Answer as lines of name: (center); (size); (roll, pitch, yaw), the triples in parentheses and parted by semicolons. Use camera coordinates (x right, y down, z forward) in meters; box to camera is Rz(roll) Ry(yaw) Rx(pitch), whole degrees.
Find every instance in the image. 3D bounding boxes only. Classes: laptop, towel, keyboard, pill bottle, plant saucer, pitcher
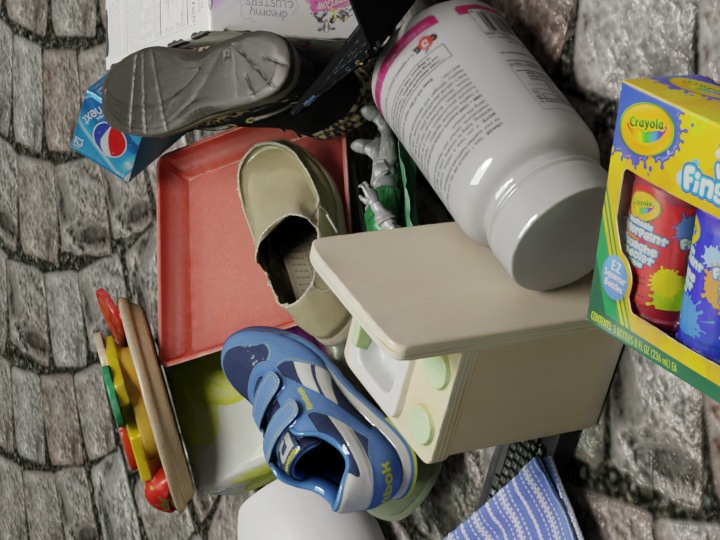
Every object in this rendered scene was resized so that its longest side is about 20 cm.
laptop: (0.005, -0.235, 1.406); (0.103, 0.178, 0.200); (43, 149, -10)
towel: (0.113, 0.241, 1.449); (0.200, 0.024, 0.146); (-51, 53, 51)
keyboard: (0.000, 0.000, 1.579); (0.057, 0.011, 0.201); (113, 156, -43)
keyboard: (0.127, 0.185, 1.455); (0.127, 0.020, 0.201); (48, 136, 44)
pill bottle: (0.098, -0.088, 1.360); (0.201, 0.113, 0.114); (58, 141, 36)
plant saucer: (-0.083, -0.030, 1.625); (0.198, 0.037, 0.202); (-18, 62, 28)
pitcher: (-0.028, 0.281, 1.655); (0.201, 0.121, 0.172); (60, 157, 15)

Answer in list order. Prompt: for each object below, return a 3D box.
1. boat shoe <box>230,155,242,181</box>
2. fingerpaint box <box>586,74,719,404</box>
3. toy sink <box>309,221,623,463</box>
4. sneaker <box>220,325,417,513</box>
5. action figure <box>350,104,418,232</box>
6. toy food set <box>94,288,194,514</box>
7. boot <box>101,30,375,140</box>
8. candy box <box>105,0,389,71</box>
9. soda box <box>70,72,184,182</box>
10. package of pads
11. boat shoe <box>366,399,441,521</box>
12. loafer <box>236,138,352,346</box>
boat shoe: (-0.098, -0.027, 1.744); (0.065, 0.072, 0.202); (22, 120, 54)
fingerpaint box: (0.233, -0.012, 1.186); (0.200, 0.073, 0.168); (36, 125, 51)
toy sink: (0.065, 0.049, 1.358); (0.130, 0.199, 0.113); (48, 135, 42)
sneaker: (-0.047, 0.116, 1.517); (0.200, 0.082, 0.074); (38, 131, 27)
action figure: (0.020, -0.036, 1.501); (0.119, 0.054, 0.201); (104, 166, -49)
toy food set: (-0.189, 0.115, 1.675); (0.200, 0.048, 0.199); (-115, 11, -61)
boot: (-0.094, -0.141, 1.555); (0.199, 0.150, 0.074); (-11, 79, 35)
candy box: (-0.096, -0.208, 1.603); (0.199, 0.166, 0.072); (-9, 82, 58)
soda box: (-0.173, -0.161, 1.718); (0.064, 0.200, 0.068); (30, 129, 9)
package of pads: (-0.072, 0.095, 1.661); (0.199, 0.068, 0.156); (-26, 72, 32)
boat shoe: (0.043, 0.108, 1.543); (0.071, 0.061, 0.203); (18, 122, 8)
loafer: (-0.052, -0.033, 1.537); (0.076, 0.068, 0.201); (-38, 54, 16)
